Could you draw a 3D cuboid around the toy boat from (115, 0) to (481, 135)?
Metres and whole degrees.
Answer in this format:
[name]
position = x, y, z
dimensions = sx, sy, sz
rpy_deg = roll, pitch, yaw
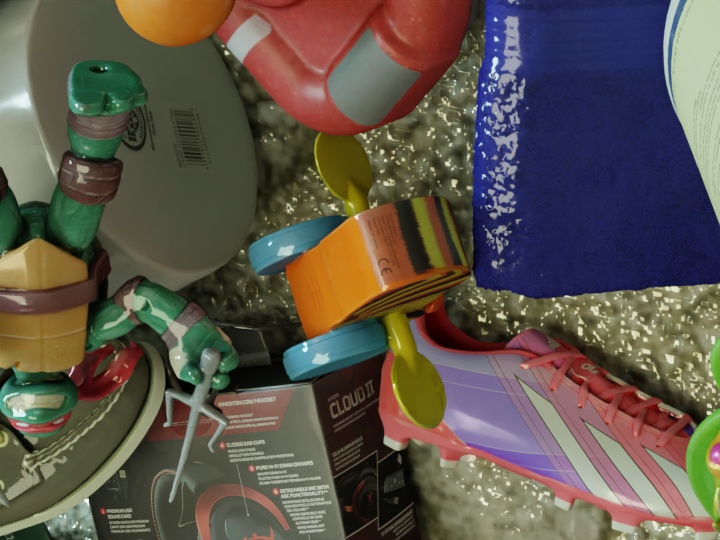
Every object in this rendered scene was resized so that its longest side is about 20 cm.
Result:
[toy boat]
position = -0.054, -0.138, 1.094
dimensions = 0.200, 0.131, 0.131
rpy_deg = 48, 137, 6

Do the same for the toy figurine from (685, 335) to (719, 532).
[toy figurine]
position = 0.172, 0.149, 1.028
dimensions = 0.149, 0.185, 0.200
rpy_deg = 3, 143, 28

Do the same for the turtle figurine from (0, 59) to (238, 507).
[turtle figurine]
position = -0.137, 0.013, 1.110
dimensions = 0.101, 0.149, 0.201
rpy_deg = 41, 139, 53

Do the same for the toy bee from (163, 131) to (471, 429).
[toy bee]
position = 0.000, 0.000, 1.163
dimensions = 0.199, 0.108, 0.132
rpy_deg = 9, 110, 56

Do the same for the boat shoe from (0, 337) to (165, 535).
[boat shoe]
position = -0.184, 0.088, 1.238
dimensions = 0.201, 0.060, 0.072
rpy_deg = -31, 53, 18

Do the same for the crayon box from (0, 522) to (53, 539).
[crayon box]
position = -0.172, 0.193, 1.364
dimensions = 0.126, 0.051, 0.200
rpy_deg = 62, 164, 4

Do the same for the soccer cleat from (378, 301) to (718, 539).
[soccer cleat]
position = 0.100, 0.068, 1.196
dimensions = 0.199, 0.067, 0.077
rpy_deg = 15, 101, 24

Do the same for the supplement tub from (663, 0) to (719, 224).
[supplement tub]
position = 0.199, -0.051, 0.981
dimensions = 0.144, 0.200, 0.146
rpy_deg = -2, 122, -4

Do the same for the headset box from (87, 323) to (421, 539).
[headset box]
position = -0.052, 0.127, 1.290
dimensions = 0.148, 0.075, 0.201
rpy_deg = -8, 100, 30

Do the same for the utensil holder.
[utensil holder]
position = -0.174, -0.038, 1.256
dimensions = 0.199, 0.170, 0.171
rpy_deg = -24, 95, 34

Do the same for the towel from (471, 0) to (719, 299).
[towel]
position = 0.117, -0.091, 1.094
dimensions = 0.147, 0.050, 0.202
rpy_deg = -3, 110, -13
